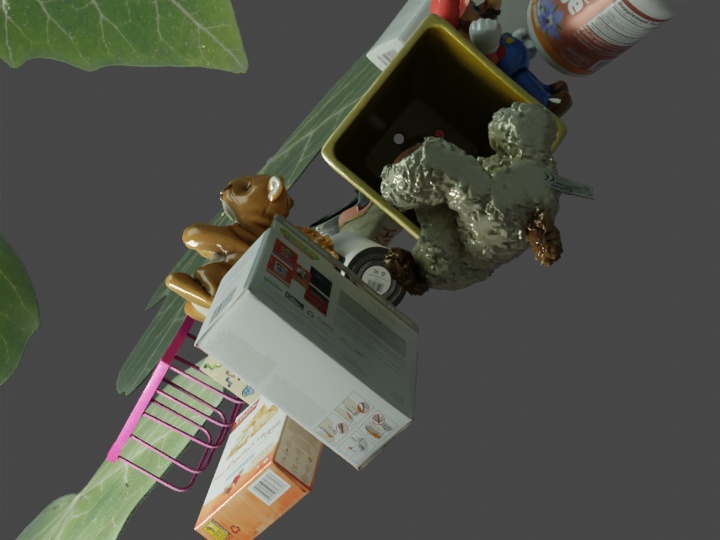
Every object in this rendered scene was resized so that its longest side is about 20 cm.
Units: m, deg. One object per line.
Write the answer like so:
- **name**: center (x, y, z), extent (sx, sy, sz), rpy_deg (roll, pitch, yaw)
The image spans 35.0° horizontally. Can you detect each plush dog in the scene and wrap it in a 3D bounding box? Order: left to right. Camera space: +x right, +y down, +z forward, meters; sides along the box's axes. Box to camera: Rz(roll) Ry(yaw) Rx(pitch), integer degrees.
- **plush dog**: center (0.114, -0.044, 1.093), extent (0.199, 0.161, 0.172), rpy_deg (-26, -15, -29)

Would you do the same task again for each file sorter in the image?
- **file sorter**: center (-0.226, 0.174, 1.522), extent (0.201, 0.125, 0.139), rpy_deg (-56, 8, 33)

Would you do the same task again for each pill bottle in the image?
- **pill bottle**: center (0.278, -0.300, 1.217), extent (0.200, 0.112, 0.113), rpy_deg (-34, 21, 51)

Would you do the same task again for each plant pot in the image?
- **plant pot**: center (0.080, -0.137, 1.291), extent (0.195, 0.195, 0.200), rpy_deg (-51, 5, -3)

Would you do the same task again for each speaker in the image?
- **speaker**: center (0.000, 0.000, 1.409), extent (0.081, 0.081, 0.200), rpy_deg (-51, 13, -1)

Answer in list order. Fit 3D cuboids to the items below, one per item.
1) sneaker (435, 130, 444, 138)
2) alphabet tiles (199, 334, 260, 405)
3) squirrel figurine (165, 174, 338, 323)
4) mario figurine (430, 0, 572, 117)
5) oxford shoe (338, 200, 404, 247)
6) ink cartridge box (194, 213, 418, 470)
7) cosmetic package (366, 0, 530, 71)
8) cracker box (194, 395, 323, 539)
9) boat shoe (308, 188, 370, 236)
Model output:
- **sneaker**: center (0.136, -0.206, 1.534), extent (0.200, 0.071, 0.098), rpy_deg (-27, 27, 56)
- **alphabet tiles**: center (-0.105, 0.084, 1.405), extent (0.199, 0.006, 0.167), rpy_deg (29, 76, 35)
- **squirrel figurine**: center (-0.115, -0.018, 1.387), extent (0.142, 0.199, 0.188), rpy_deg (67, -135, -68)
- **mario figurine**: center (0.166, -0.258, 1.288), extent (0.106, 0.200, 0.123), rpy_deg (-54, 14, -14)
- **oxford shoe**: center (0.034, -0.057, 1.523), extent (0.200, 0.070, 0.075), rpy_deg (-28, 51, 59)
- **ink cartridge box**: center (-0.042, 0.063, 1.105), extent (0.084, 0.200, 0.176), rpy_deg (-45, 14, 23)
- **cosmetic package**: center (0.145, -0.352, 1.693), extent (0.201, 0.165, 0.165), rpy_deg (-52, 14, -7)
- **cracker box**: center (-0.098, 0.197, 1.244), extent (0.134, 0.058, 0.200), rpy_deg (-44, 14, 26)
- **boat shoe**: center (0.011, -0.099, 1.653), extent (0.200, 0.057, 0.069), rpy_deg (-40, 15, 6)
